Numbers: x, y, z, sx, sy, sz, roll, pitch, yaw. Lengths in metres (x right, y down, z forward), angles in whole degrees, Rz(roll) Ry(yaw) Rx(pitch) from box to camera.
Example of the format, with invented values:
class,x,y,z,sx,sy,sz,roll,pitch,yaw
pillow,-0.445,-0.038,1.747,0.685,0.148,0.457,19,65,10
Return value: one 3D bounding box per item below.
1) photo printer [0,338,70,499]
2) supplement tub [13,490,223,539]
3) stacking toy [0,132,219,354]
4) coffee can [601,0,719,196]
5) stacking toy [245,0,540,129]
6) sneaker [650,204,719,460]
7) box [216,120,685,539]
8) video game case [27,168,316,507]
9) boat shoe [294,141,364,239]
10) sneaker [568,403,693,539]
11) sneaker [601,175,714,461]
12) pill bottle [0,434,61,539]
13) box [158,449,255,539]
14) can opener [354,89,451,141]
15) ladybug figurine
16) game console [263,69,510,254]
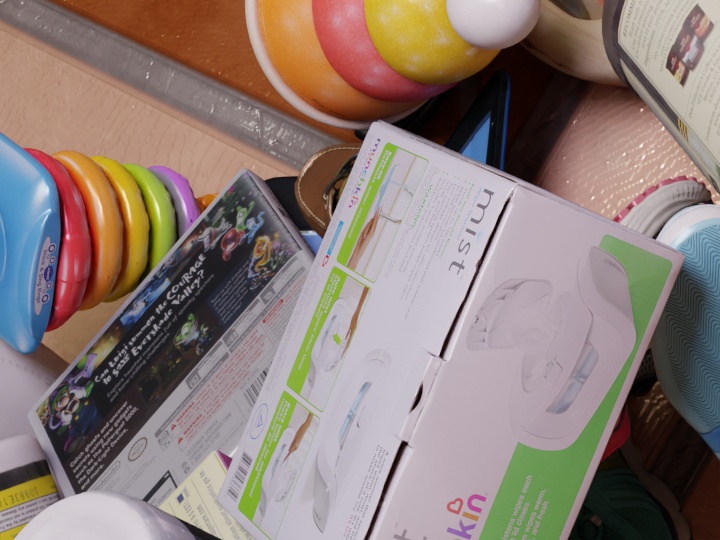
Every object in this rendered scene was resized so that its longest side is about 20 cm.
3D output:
class,x,y,z,sx,sy,sz,roll,pitch,yaw
photo printer,-0.251,0.126,1.538,0.069,0.166,0.201,30,86,50
supplement tub,-0.066,0.184,1.123,0.122,0.200,0.123,-22,53,33
stacking toy,-0.137,-0.025,1.520,0.110,0.199,0.117,35,123,45
coffee can,0.226,-0.087,1.244,0.146,0.146,0.200,-44,44,13
stacking toy,0.039,-0.145,1.387,0.200,0.146,0.147,13,75,60
sneaker,0.170,0.030,1.196,0.079,0.201,0.131,-25,33,2
box,0.033,0.051,1.145,0.201,0.096,0.176,-68,24,2
video game case,-0.094,0.061,1.421,0.200,0.023,0.182,-48,36,9
boat shoe,0.016,-0.037,1.335,0.200,0.068,0.072,24,82,55
sneaker,0.104,0.108,1.287,0.077,0.080,0.201,-39,46,18
sneaker,0.130,0.025,1.284,0.200,0.075,0.081,-46,-2,-43
pill bottle,-0.202,0.203,1.435,0.112,0.112,0.201,-23,86,31
box,-0.067,0.220,1.304,0.200,0.176,0.097,-46,43,11
can opener,0.048,-0.167,1.531,0.200,0.078,0.063,-54,4,-2
ladybug figurine,0.145,-0.169,1.421,0.136,0.072,0.200,-50,43,8
game console,0.000,0.000,1.397,0.170,0.119,0.201,-1,54,12
